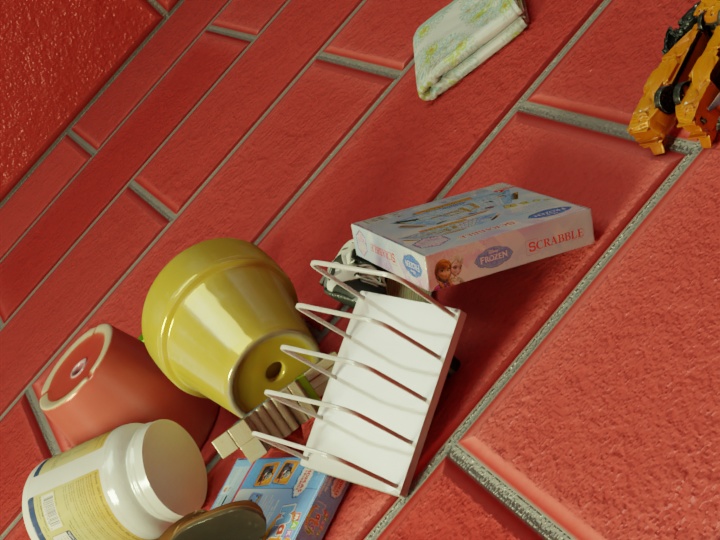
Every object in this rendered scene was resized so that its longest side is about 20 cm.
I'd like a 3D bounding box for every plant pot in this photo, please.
[{"bbox_3d":[-0.146,0.087,1.677,0.201,0.201,0.189,-48,41,-3],"label":"plant pot"},{"bbox_3d":[-0.317,0.180,1.809,0.200,0.177,0.201,-36,27,22],"label":"plant pot"}]

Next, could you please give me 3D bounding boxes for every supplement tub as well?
[{"bbox_3d":[-0.302,0.274,1.673,0.199,0.145,0.145,-24,32,26],"label":"supplement tub"}]

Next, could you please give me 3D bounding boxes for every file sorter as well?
[{"bbox_3d":[-0.008,0.107,1.383,0.138,0.124,0.201,10,75,40],"label":"file sorter"}]

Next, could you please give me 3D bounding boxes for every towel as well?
[{"bbox_3d":[0.158,-0.354,1.985,0.199,0.048,0.172,-36,26,23],"label":"towel"}]

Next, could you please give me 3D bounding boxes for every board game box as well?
[{"bbox_3d":[-0.106,0.277,1.494,0.199,0.037,0.152,-13,42,52],"label":"board game box"},{"bbox_3d":[0.118,-0.041,1.471,0.198,0.042,0.199,-16,17,-18],"label":"board game box"}]

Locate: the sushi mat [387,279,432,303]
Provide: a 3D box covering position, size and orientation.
[{"bbox_3d":[0.055,0.004,1.665,0.095,0.012,0.201,-33,28,27],"label":"sushi mat"}]

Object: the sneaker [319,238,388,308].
[{"bbox_3d":[0.000,0.000,1.646,0.089,0.074,0.200,-62,16,4],"label":"sneaker"}]

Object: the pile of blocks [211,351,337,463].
[{"bbox_3d":[-0.083,0.170,1.565,0.199,0.062,0.082,-35,0,-30],"label":"pile of blocks"}]

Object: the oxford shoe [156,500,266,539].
[{"bbox_3d":[-0.172,0.284,1.468,0.199,0.071,0.072,-32,28,36],"label":"oxford shoe"}]

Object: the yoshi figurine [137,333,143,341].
[{"bbox_3d":[-0.260,0.087,1.955,0.200,0.112,0.112,-45,9,10],"label":"yoshi figurine"}]

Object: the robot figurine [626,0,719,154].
[{"bbox_3d":[0.367,-0.218,1.438,0.145,0.058,0.201,-1,52,57],"label":"robot figurine"}]

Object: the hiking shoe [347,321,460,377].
[{"bbox_3d":[0.026,0.098,1.501,0.087,0.074,0.200,-51,25,-10],"label":"hiking shoe"}]
